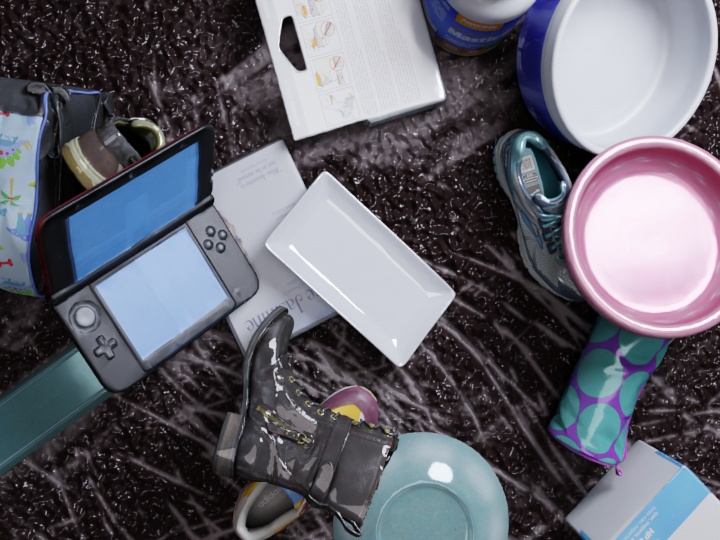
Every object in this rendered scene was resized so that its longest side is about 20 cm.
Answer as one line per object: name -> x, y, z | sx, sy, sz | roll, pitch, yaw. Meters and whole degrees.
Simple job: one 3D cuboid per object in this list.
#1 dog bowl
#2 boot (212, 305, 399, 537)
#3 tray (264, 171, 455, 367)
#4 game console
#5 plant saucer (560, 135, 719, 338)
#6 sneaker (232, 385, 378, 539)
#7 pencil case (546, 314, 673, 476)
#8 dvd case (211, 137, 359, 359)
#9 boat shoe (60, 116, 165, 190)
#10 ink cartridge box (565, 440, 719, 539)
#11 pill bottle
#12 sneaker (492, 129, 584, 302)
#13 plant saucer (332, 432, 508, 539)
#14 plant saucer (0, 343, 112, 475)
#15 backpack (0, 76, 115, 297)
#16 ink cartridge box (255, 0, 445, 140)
dog bowl -> 0.263, -0.223, 0.899 | 0.196, 0.079, 0.204 | -7, 112, -19
boot -> -0.043, 0.148, 0.876 | 0.171, 0.069, 0.203 | 15, 67, 4
tray -> 0.000, 0.000, 0.936 | 0.200, 0.022, 0.108 | 42, 74, -8
game console -> -0.190, -0.009, 0.828 | 0.199, 0.118, 0.174 | -37, 100, -31
plant saucer -> 0.296, -0.032, 0.877 | 0.196, 0.051, 0.205 | 0, 80, -2
sneaker -> -0.053, 0.207, 0.912 | 0.075, 0.090, 0.200 | 42, 88, -3
pencil case -> 0.280, 0.108, 0.936 | 0.091, 0.085, 0.203 | 26, 89, 10
dvd case -> -0.105, -0.022, 0.945 | 0.141, 0.018, 0.203 | -26, 92, -4
boat shoe -> -0.217, -0.114, 0.843 | 0.065, 0.201, 0.073 | -30, 94, 10
ink cartridge box -> 0.341, 0.306, 0.918 | 0.125, 0.129, 0.200 | -44, 92, -2
pill bottle -> 0.124, -0.293, 0.867 | 0.110, 0.200, 0.115 | 0, 90, -3
sneaker -> 0.201, -0.057, 0.929 | 0.077, 0.086, 0.203 | -27, 92, -2
plant saucer -> 0.068, 0.281, 0.946 | 0.197, 0.039, 0.205 | 0, 89, -3
plant saucer -> -0.334, 0.140, 0.932 | 0.199, 0.019, 0.070 | -36, 92, -2
backpack -> -0.340, -0.085, 0.851 | 0.144, 0.183, 0.204 | 7, 100, 0
ink cartridge box -> -0.016, -0.255, 0.938 | 0.170, 0.044, 0.204 | -16, 91, -3
